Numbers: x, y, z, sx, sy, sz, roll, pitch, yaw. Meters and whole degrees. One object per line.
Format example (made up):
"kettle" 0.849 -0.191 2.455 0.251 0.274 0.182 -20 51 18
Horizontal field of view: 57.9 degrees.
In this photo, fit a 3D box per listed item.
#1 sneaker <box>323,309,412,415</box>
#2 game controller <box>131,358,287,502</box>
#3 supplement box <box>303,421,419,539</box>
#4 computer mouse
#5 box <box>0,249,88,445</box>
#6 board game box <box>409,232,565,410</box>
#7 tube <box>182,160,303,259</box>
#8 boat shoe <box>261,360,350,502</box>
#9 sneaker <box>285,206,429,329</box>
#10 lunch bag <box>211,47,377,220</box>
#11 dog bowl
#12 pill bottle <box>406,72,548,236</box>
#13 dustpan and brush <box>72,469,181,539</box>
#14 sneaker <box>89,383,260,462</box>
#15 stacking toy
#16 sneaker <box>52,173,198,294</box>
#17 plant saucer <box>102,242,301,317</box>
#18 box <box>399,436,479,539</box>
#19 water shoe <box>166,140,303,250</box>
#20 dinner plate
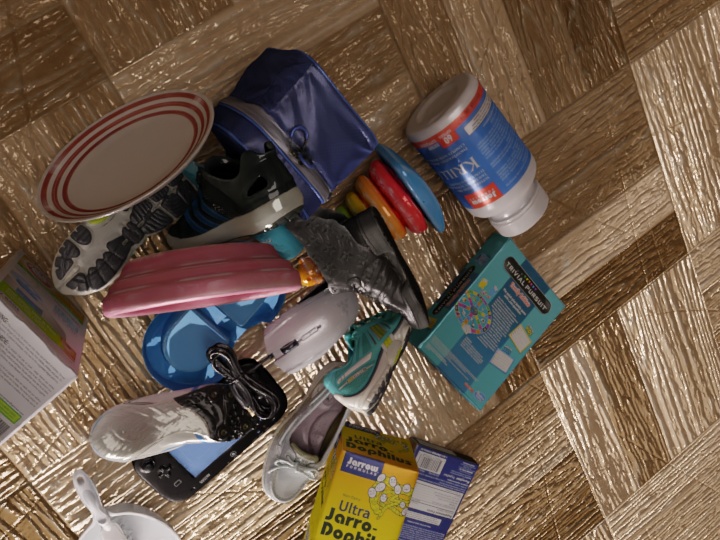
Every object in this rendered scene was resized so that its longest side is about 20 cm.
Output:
"sneaker" 0.021 0.084 0.832 0.078 0.078 0.202 25 52 9
"game controller" -0.187 0.202 0.824 0.199 0.042 0.105 -40 113 -8
"supplement box" -0.005 0.326 0.873 0.106 0.110 0.205 16 96 -5
"computer mouse" -0.077 0.080 0.778 0.199 0.044 0.111 -39 102 -20
"box" -0.349 0.067 0.643 0.101 0.200 0.113 -41 111 -8
"board game box" 0.182 0.074 0.937 0.201 0.047 0.151 -48 114 -6
"tube" -0.137 -0.076 0.735 0.199 0.076 0.051 37 76 -48
"boat shoe" -0.065 0.216 0.857 0.074 0.065 0.204 34 87 -14
"sneaker" 0.000 0.002 0.772 0.102 0.060 0.202 -24 114 11
"lunch bag" -0.084 -0.141 0.701 0.133 0.200 0.136 -46 118 -3
"dog bowl" -0.177 0.051 0.789 0.111 0.049 0.201 44 85 -24
"pill bottle" 0.158 -0.142 0.844 0.113 0.112 0.200 -48 113 -5
"dustpan and brush" -0.304 0.316 0.792 0.137 0.057 0.204 -22 109 -15
"sneaker" -0.213 0.174 0.762 0.195 0.072 0.074 -5 88 -26
"stacking toy" -0.003 -0.050 0.818 0.199 0.110 0.116 -40 120 4
"sneaker" -0.259 -0.055 0.712 0.078 0.079 0.201 47 64 -14
"plant saucer" -0.159 0.009 0.659 0.196 0.200 0.052 -9 87 -19
"box" 0.085 0.359 0.971 0.119 0.032 0.204 23 93 -24
"water shoe" -0.131 -0.072 0.637 0.071 0.197 0.081 -34 107 -46
"dinner plate" -0.234 -0.115 0.658 0.198 0.200 0.025 -34 134 -10
